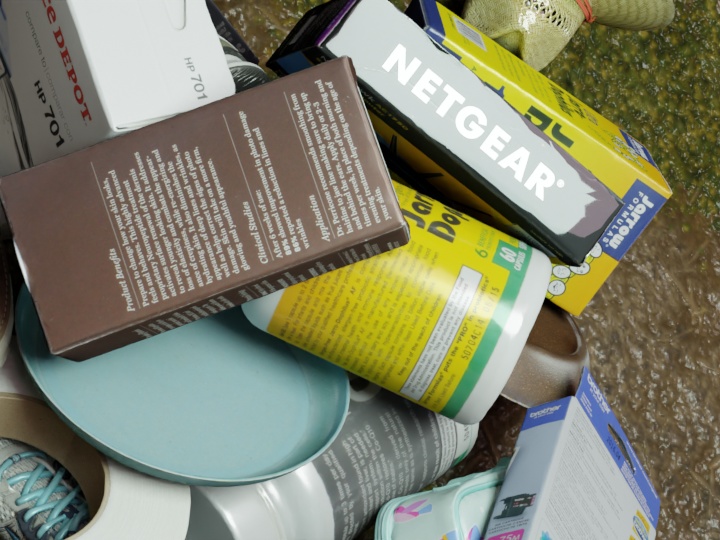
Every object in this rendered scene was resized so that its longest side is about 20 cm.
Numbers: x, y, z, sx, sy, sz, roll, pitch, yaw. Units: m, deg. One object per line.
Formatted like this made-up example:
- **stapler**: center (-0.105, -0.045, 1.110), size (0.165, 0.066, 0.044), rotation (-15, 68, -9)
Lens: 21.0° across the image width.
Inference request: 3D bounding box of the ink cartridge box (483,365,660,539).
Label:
- **ink cartridge box**: center (0.127, 0.163, 1.163), size (0.119, 0.042, 0.200), rotation (57, 34, -23)

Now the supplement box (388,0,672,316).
- **supplement box**: center (0.091, -0.079, 1.300), size (0.200, 0.109, 0.110), rotation (32, 16, -13)

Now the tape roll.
- **tape roll**: center (-0.191, 0.118, 1.049), size (0.202, 0.037, 0.203), rotation (15, 42, -14)

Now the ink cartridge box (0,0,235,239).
- **ink cartridge box**: center (-0.171, -0.119, 1.124), size (0.086, 0.200, 0.147), rotation (-15, 81, -34)

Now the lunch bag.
- **lunch bag**: center (0.090, 0.197, 1.201), size (0.200, 0.077, 0.161), rotation (0, 71, -60)

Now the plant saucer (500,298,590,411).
- **plant saucer**: center (0.078, 0.017, 1.273), size (0.200, 0.032, 0.200), rotation (33, 19, -13)

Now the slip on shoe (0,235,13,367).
- **slip on shoe**: center (-0.238, -0.032, 1.079), size (0.076, 0.061, 0.200), rotation (-9, 60, -4)

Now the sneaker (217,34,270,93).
- **sneaker**: center (-0.095, -0.104, 1.211), size (0.076, 0.201, 0.115), rotation (-36, 64, -10)

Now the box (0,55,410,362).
- **box**: center (-0.082, -0.030, 1.040), size (0.200, 0.075, 0.100), rotation (-19, 82, 0)

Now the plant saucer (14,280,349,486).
- **plant saucer**: center (-0.104, 0.053, 1.118), size (0.200, 0.027, 0.200), rotation (17, 37, -13)

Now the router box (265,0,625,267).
- **router box**: center (0.047, -0.083, 1.158), size (0.200, 0.149, 0.051), rotation (39, 82, -12)

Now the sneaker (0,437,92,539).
- **sneaker**: center (-0.165, 0.147, 1.112), size (0.078, 0.086, 0.200), rotation (-36, 92, -35)

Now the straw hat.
- **straw hat**: center (0.115, -0.184, 1.357), size (0.201, 0.201, 0.085), rotation (34, 81, -20)

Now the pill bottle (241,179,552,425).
- **pill bottle**: center (0.000, 0.000, 1.127), size (0.200, 0.113, 0.113), rotation (25, 61, -1)

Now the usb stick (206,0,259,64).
- **usb stick**: center (-0.141, -0.195, 1.273), size (0.200, 0.033, 0.055), rotation (51, 48, -9)

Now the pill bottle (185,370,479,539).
- **pill bottle**: center (-0.030, 0.115, 1.195), size (0.200, 0.113, 0.113), rotation (-32, 93, -37)
